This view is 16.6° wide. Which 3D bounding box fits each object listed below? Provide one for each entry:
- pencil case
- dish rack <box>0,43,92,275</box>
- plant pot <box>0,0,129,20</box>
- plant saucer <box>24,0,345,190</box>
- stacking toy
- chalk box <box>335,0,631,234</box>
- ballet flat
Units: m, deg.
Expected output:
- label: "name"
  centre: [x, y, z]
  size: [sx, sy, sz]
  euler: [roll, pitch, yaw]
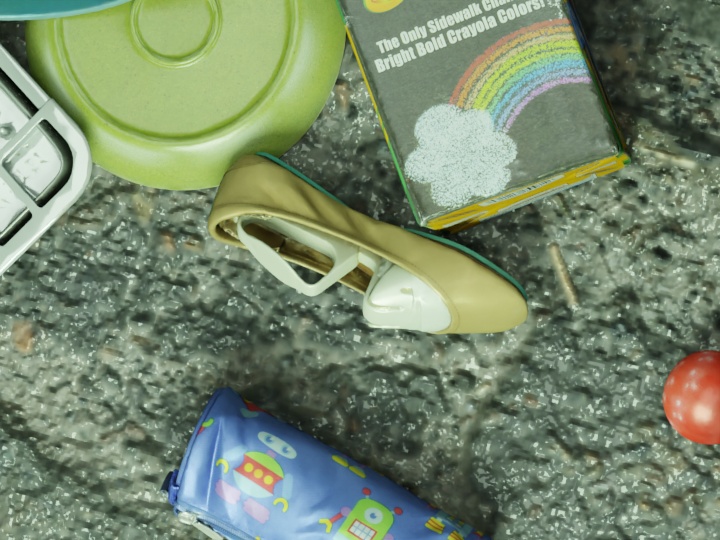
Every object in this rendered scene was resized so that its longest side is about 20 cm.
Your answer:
- label: "pencil case"
  centre: [-0.021, 0.148, 1.444]
  size: [0.199, 0.078, 0.087]
  euler: [29, 63, 8]
- label: "dish rack"
  centre: [-0.273, -0.076, 1.502]
  size: [0.172, 0.044, 0.200]
  euler: [-44, 84, 6]
- label: "plant pot"
  centre: [-0.207, -0.265, 1.409]
  size: [0.199, 0.200, 0.189]
  euler: [-4, 75, 8]
- label: "plant saucer"
  centre: [-0.109, -0.149, 1.488]
  size: [0.199, 0.031, 0.201]
  euler: [0, 89, 8]
- label: "stacking toy"
  centre: [0.267, 0.104, 1.414]
  size: [0.199, 0.085, 0.086]
  euler: [26, 92, 15]
- label: "chalk box"
  centre: [0.063, -0.136, 1.418]
  size: [0.124, 0.124, 0.201]
  euler: [-20, 85, 8]
- label: "ballet flat"
  centre: [0.000, 0.000, 1.449]
  size: [0.199, 0.069, 0.063]
  euler: [26, 59, 14]
